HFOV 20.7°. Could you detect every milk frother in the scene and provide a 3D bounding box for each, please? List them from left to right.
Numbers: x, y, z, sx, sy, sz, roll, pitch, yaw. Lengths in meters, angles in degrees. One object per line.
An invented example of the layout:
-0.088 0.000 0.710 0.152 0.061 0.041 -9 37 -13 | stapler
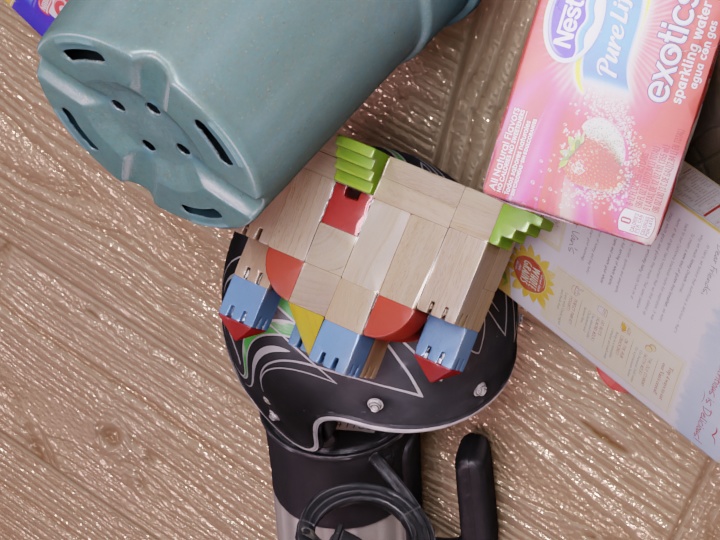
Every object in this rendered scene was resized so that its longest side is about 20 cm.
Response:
-0.006 0.198 1.442 0.180 0.200 0.189 17 132 25 | milk frother

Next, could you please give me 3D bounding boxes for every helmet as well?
0.007 0.016 1.290 0.200 0.200 0.191 48 150 -3 | helmet

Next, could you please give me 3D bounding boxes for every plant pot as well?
-0.063 -0.143 1.079 0.200 0.196 0.201 30 155 16 | plant pot

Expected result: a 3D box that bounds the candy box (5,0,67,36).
-0.129 -0.183 1.326 0.200 0.077 0.169 45 140 3 | candy box

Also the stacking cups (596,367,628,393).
0.212 0.019 1.220 0.061 0.060 0.200 48 143 -3 | stacking cups

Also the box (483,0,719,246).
0.138 -0.123 1.014 0.095 0.100 0.201 18 100 7 | box

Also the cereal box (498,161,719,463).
0.160 -0.002 1.131 0.200 0.039 0.144 39 138 26 | cereal box

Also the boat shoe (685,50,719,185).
0.192 -0.093 1.132 0.072 0.068 0.201 9 125 26 | boat shoe

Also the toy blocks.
0.000 0.000 1.156 0.199 0.100 0.137 23 92 21 | toy blocks
